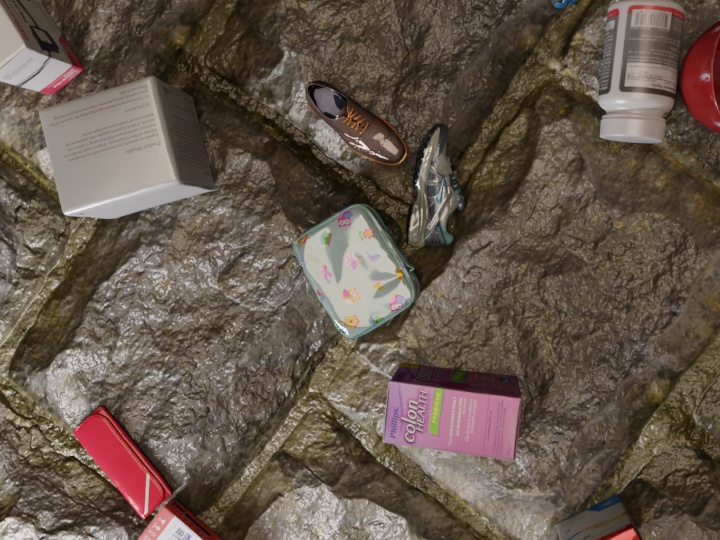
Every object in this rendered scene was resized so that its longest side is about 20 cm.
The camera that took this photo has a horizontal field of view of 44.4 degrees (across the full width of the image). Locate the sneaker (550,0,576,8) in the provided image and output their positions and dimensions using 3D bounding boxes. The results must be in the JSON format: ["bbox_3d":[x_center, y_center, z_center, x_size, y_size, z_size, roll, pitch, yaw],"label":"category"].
[{"bbox_3d":[0.369,-0.489,1.352,0.199,0.073,0.082,-27,84,20],"label":"sneaker"}]

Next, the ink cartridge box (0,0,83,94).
[{"bbox_3d":[-0.563,-0.381,1.442,0.084,0.200,0.145,-34,88,9],"label":"ink cartridge box"}]

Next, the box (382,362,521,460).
[{"bbox_3d":[0.146,0.215,1.382,0.198,0.176,0.098,5,94,9],"label":"box"}]

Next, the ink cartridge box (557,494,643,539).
[{"bbox_3d":[0.372,0.424,1.347,0.116,0.200,0.068,-30,89,8],"label":"ink cartridge box"}]

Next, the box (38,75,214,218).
[{"bbox_3d":[-0.368,-0.191,1.425,0.197,0.200,0.173,-14,89,8],"label":"box"}]

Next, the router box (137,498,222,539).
[{"bbox_3d":[-0.322,0.531,1.531,0.179,0.049,0.200,38,97,5],"label":"router box"}]

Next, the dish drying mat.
[{"bbox_3d":[-0.418,0.337,1.550,0.077,0.018,0.200,-41,87,9],"label":"dish drying mat"}]

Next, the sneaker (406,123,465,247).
[{"bbox_3d":[0.127,-0.134,1.427,0.086,0.078,0.202,8,101,-4],"label":"sneaker"}]

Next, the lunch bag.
[{"bbox_3d":[0.000,0.000,1.442,0.160,0.077,0.201,-31,88,7],"label":"lunch bag"}]

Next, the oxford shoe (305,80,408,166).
[{"bbox_3d":[-0.011,-0.236,1.432,0.199,0.073,0.072,35,97,5],"label":"oxford shoe"}]

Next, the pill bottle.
[{"bbox_3d":[0.424,-0.300,1.345,0.113,0.114,0.202,6,94,8],"label":"pill bottle"}]

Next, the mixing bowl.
[{"bbox_3d":[0.549,-0.286,1.311,0.199,0.108,0.202,-3,96,-28],"label":"mixing bowl"}]
